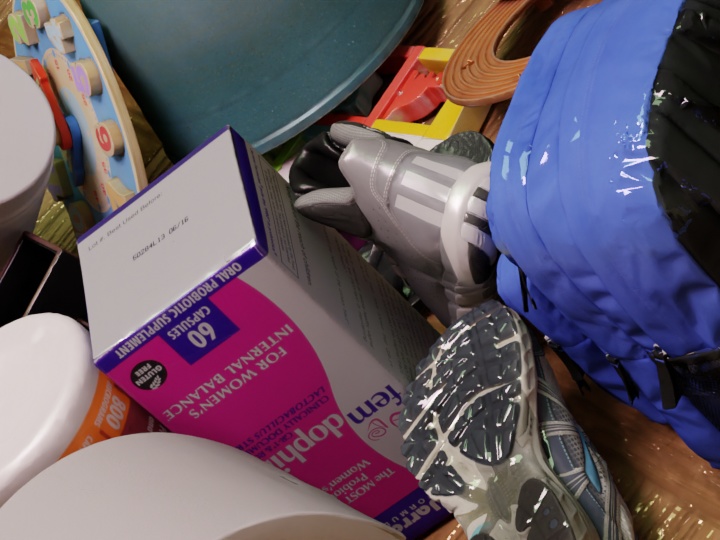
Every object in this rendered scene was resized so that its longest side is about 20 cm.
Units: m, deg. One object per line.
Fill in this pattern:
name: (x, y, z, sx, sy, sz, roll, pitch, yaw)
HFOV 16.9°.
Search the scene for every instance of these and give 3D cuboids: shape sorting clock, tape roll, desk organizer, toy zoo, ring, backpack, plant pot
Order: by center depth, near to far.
backpack: (0.140, -0.021, 1.063, 0.167, 0.200, 0.163, -14, 45, 39)
tape roll: (-0.071, 0.185, 1.073, 0.203, 0.203, 0.139, -53, 34, -11)
ring: (0.131, -0.149, 1.334, 0.200, 0.019, 0.201, -32, 19, 13)
desk organizer: (-0.146, 0.037, 1.398, 0.072, 0.077, 0.200, -62, 28, -4)
toy zoo: (0.005, -0.077, 1.435, 0.200, 0.020, 0.131, 10, 62, 52)
plant pot: (-0.093, -0.195, 1.478, 0.200, 0.188, 0.200, -30, 28, 17)
shape sorting clock: (-0.176, -0.087, 1.502, 0.039, 0.201, 0.200, -20, 29, -16)

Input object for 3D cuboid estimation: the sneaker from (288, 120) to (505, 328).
sneaker: (0.023, -0.029, 1.193, 0.115, 0.200, 0.075, 23, 77, 10)

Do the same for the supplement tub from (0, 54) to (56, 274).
supplement tub: (-0.269, -0.035, 1.518, 0.200, 0.131, 0.132, 117, 172, -54)

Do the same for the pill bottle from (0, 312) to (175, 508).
pill bottle: (-0.114, 0.121, 1.190, 0.114, 0.200, 0.114, -29, 37, 24)

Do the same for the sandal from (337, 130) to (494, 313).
sandal: (0.000, 0.001, 1.319, 0.200, 0.048, 0.075, -46, 47, 6)

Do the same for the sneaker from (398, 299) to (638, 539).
sneaker: (0.079, 0.102, 1.103, 0.078, 0.086, 0.200, -39, 41, 24)

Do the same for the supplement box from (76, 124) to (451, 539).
supplement box: (-0.034, 0.044, 1.185, 0.101, 0.200, 0.104, -36, 35, 15)
